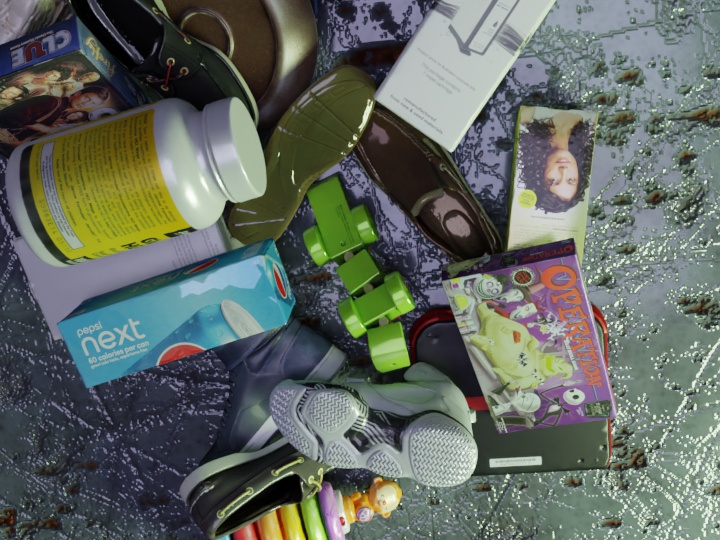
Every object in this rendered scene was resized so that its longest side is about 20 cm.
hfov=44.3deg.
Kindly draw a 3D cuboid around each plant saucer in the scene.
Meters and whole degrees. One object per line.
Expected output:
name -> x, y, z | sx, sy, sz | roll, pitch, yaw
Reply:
plant saucer -> -0.135, -0.213, 0.802 | 0.197, 0.032, 0.202 | 11, 125, 16

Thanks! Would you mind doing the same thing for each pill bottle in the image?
pill bottle -> -0.186, -0.079, 0.753 | 0.197, 0.113, 0.114 | -14, 101, 10

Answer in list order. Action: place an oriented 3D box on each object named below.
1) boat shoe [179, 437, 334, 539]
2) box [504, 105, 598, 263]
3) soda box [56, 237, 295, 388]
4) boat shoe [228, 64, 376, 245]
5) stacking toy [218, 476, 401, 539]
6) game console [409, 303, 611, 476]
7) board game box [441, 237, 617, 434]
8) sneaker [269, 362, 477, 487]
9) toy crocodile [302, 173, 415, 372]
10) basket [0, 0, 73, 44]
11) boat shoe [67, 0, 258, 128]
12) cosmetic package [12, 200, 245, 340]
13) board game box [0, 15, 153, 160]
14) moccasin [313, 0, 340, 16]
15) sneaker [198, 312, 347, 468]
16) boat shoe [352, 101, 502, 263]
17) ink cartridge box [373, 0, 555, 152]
boat shoe -> -0.074, 0.202, 0.861 | 0.061, 0.199, 0.072 | 52, 142, 32
box -> 0.172, -0.048, 0.824 | 0.074, 0.050, 0.203 | 4, 95, 5
soda box -> -0.164, 0.038, 0.800 | 0.197, 0.064, 0.069 | -18, 104, 9
boat shoe -> -0.060, -0.114, 0.831 | 0.071, 0.066, 0.202 | 28, 113, -23
stacking toy -> -0.051, 0.260, 0.915 | 0.197, 0.110, 0.118 | -15, 99, -3
game console -> 0.152, 0.122, 0.895 | 0.197, 0.031, 0.179 | -4, 106, 7
board game box -> 0.157, 0.067, 0.804 | 0.118, 0.032, 0.201 | -14, 125, 15
sneaker -> 0.018, 0.135, 0.840 | 0.197, 0.115, 0.076 | 14, 110, 9
toy crocodile -> 0.000, 0.000, 0.844 | 0.067, 0.062, 0.202 | -28, 72, 8
basket -> -0.356, -0.221, 0.811 | 0.135, 0.123, 0.201 | 39, 103, -4
boat shoe -> -0.174, -0.186, 0.779 | 0.073, 0.063, 0.202 | -35, 104, 33
cosmetic package -> -0.219, -0.019, 0.865 | 0.197, 0.085, 0.109 | -17, 100, 9
board game box -> -0.258, -0.134, 0.791 | 0.134, 0.200, 0.035 | -18, 66, 9
moccasin -> -0.025, -0.276, 0.787 | 0.197, 0.080, 0.069 | -15, 88, 9
sneaker -> -0.130, 0.108, 0.888 | 0.146, 0.077, 0.203 | 41, 103, -6
boat shoe -> 0.064, -0.078, 0.830 | 0.202, 0.075, 0.075 | 45, 103, -5
ink cartridge box -> 0.103, -0.212, 0.759 | 0.084, 0.146, 0.201 | 34, 103, -1
